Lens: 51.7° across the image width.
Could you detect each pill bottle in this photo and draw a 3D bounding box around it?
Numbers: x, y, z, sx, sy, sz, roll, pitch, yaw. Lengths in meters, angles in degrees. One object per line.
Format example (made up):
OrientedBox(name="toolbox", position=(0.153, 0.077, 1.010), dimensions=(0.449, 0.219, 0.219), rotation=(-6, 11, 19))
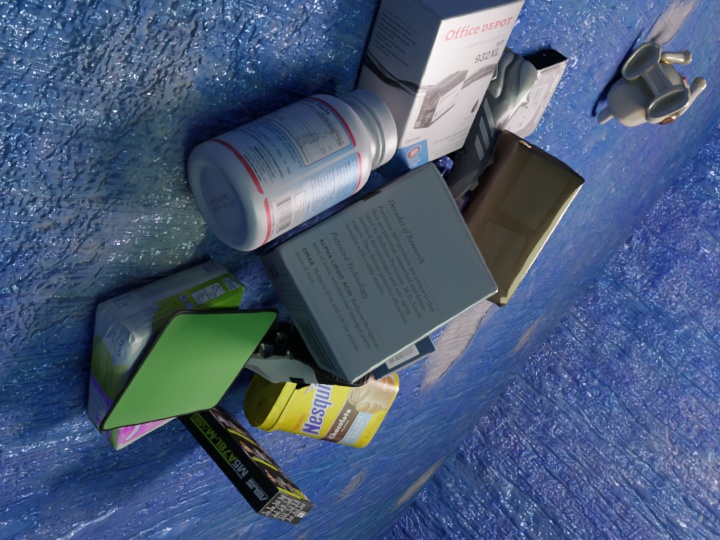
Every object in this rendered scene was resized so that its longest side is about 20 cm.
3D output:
OrientedBox(name="pill bottle", position=(-0.060, -0.107, 0.732), dimensions=(0.199, 0.109, 0.109), rotation=(-32, 153, -33))

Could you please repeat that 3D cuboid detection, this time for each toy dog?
OrientedBox(name="toy dog", position=(0.575, -0.338, 1.448), dimensions=(0.199, 0.140, 0.194), rotation=(-17, 155, -50))

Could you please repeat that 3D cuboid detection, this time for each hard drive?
OrientedBox(name="hard drive", position=(0.218, -0.242, 1.097), dimensions=(0.199, 0.038, 0.140), rotation=(-28, 151, -40))

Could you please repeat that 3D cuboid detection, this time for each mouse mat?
OrientedBox(name="mouse mat", position=(-0.181, 0.105, 0.820), dimensions=(0.161, 0.008, 0.200), rotation=(-54, 159, 14))

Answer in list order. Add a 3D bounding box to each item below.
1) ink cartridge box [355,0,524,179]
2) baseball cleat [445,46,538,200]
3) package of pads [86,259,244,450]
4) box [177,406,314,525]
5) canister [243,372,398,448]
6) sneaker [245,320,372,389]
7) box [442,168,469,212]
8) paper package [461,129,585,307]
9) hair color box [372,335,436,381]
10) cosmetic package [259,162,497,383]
OrientedBox(name="ink cartridge box", position=(0.076, -0.220, 0.823), dimensions=(0.145, 0.084, 0.201), rotation=(-27, 150, -37))
OrientedBox(name="baseball cleat", position=(0.146, -0.196, 0.968), dimensions=(0.201, 0.106, 0.070), rotation=(-59, -162, 3))
OrientedBox(name="package of pads", position=(-0.223, 0.094, 0.825), dimensions=(0.154, 0.068, 0.201), rotation=(-26, 148, -44))
OrientedBox(name="box", position=(-0.162, 0.267, 1.045), dimensions=(0.047, 0.193, 0.200), rotation=(-42, 158, -8))
OrientedBox(name="canister", position=(-0.054, 0.183, 1.116), dimensions=(0.199, 0.087, 0.149), rotation=(22, 102, -35))
OrientedBox(name="sneaker", position=(-0.082, 0.117, 0.989), dimensions=(0.089, 0.199, 0.074), rotation=(109, -3, -54))
OrientedBox(name="box", position=(0.093, -0.046, 1.100), dimensions=(0.201, 0.039, 0.137), rotation=(-60, -177, 18))
OrientedBox(name="paper package", position=(0.196, -0.079, 1.026), dimensions=(0.201, 0.103, 0.191), rotation=(-61, -175, 16))
OrientedBox(name="hair color box", position=(0.044, 0.088, 1.128), dimensions=(0.099, 0.061, 0.200), rotation=(-26, -166, 2))
OrientedBox(name="cosmetic package", position=(0.014, 0.003, 0.860), dimensions=(0.199, 0.166, 0.165), rotation=(-30, -174, -15))
